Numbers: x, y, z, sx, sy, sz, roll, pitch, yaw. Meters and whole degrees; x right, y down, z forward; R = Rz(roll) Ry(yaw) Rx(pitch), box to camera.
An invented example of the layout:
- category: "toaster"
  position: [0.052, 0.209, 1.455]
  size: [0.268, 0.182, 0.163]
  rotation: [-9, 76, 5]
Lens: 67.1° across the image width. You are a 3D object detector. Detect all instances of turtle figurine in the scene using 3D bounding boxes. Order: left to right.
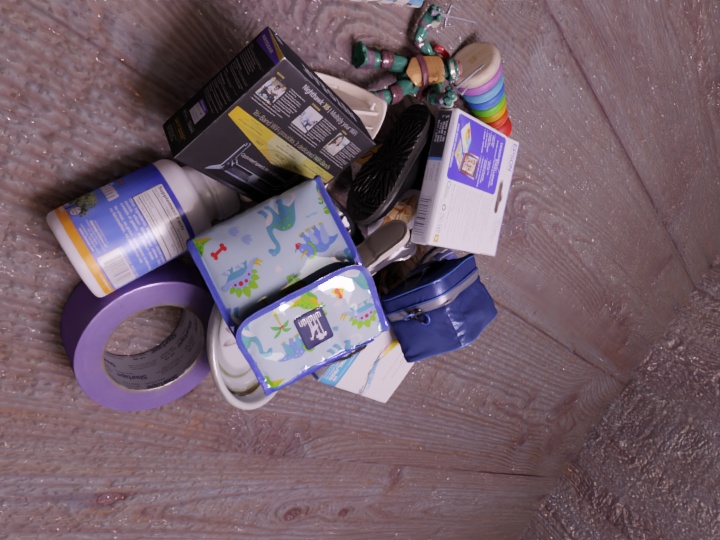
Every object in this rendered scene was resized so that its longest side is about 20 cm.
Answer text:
- category: "turtle figurine"
  position: [0.093, -0.295, 0.798]
  size: [0.198, 0.151, 0.101]
  rotation: [-17, 169, -18]

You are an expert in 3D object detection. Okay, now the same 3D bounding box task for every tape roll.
- category: "tape roll"
  position: [-0.291, 0.084, 0.740]
  size: [0.199, 0.085, 0.202]
  rotation: [-23, 130, -30]

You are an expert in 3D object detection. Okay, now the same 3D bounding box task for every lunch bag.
- category: "lunch bag"
  position: [-0.080, 0.020, 0.633]
  size: [0.169, 0.127, 0.202]
  rotation: [-26, 94, -8]
- category: "lunch bag"
  position: [0.123, 0.052, 0.889]
  size: [0.200, 0.135, 0.134]
  rotation: [-27, 94, -58]

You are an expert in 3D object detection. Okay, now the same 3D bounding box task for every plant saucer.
- category: "plant saucer"
  position: [-0.158, 0.088, 0.757]
  size: [0.200, 0.050, 0.203]
  rotation: [2, 90, -66]

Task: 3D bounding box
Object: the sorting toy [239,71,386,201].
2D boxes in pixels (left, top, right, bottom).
- category: "sorting toy"
  position: [-0.092, -0.172, 0.738]
  size: [0.198, 0.107, 0.181]
  rotation: [-5, 127, -38]

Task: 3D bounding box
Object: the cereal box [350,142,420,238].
- category: "cereal box"
  position: [0.057, -0.123, 0.937]
  size: [0.143, 0.039, 0.202]
  rotation: [-29, 132, -25]

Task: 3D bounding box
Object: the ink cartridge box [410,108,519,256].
- category: "ink cartridge box"
  position: [0.170, -0.129, 0.857]
  size: [0.199, 0.043, 0.201]
  rotation: [7, 97, -47]

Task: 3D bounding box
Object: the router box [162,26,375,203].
- category: "router box"
  position: [-0.095, -0.155, 0.625]
  size: [0.157, 0.053, 0.200]
  rotation: [-35, 153, 16]

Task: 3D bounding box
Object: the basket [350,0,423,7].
- category: "basket"
  position: [0.042, -0.429, 0.643]
  size: [0.175, 0.139, 0.201]
  rotation: [-14, 135, -33]

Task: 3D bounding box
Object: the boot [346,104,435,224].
- category: "boot"
  position: [0.084, -0.135, 0.863]
  size: [0.212, 0.079, 0.158]
  rotation: [-54, 139, -2]

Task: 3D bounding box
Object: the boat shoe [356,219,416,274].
- category: "boat shoe"
  position: [0.000, 0.000, 0.847]
  size: [0.199, 0.073, 0.063]
  rotation: [-33, 138, 10]

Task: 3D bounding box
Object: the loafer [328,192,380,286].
- category: "loafer"
  position: [-0.030, -0.050, 0.895]
  size: [0.068, 0.071, 0.201]
  rotation: [-28, 121, 8]

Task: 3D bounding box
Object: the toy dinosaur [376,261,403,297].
- category: "toy dinosaur"
  position: [0.059, -0.005, 0.978]
  size: [0.201, 0.060, 0.107]
  rotation: [109, 5, -56]

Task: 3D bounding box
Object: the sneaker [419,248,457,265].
- category: "sneaker"
  position: [0.140, 0.059, 1.078]
  size: [0.200, 0.115, 0.081]
  rotation: [-47, 139, -5]

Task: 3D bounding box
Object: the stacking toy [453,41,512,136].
- category: "stacking toy"
  position: [0.223, -0.295, 0.945]
  size: [0.086, 0.085, 0.200]
  rotation: [-50, 143, -1]

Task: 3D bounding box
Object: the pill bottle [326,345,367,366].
- category: "pill bottle"
  position: [-0.064, 0.022, 0.755]
  size: [0.111, 0.111, 0.202]
  rotation: [-20, 99, -30]

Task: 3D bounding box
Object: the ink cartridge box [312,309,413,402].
- category: "ink cartridge box"
  position: [-0.010, 0.119, 0.963]
  size: [0.199, 0.147, 0.145]
  rotation: [32, 95, -47]

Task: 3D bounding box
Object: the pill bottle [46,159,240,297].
- category: "pill bottle"
  position: [-0.252, -0.064, 0.654]
  size: [0.199, 0.112, 0.113]
  rotation: [-33, 135, -21]
